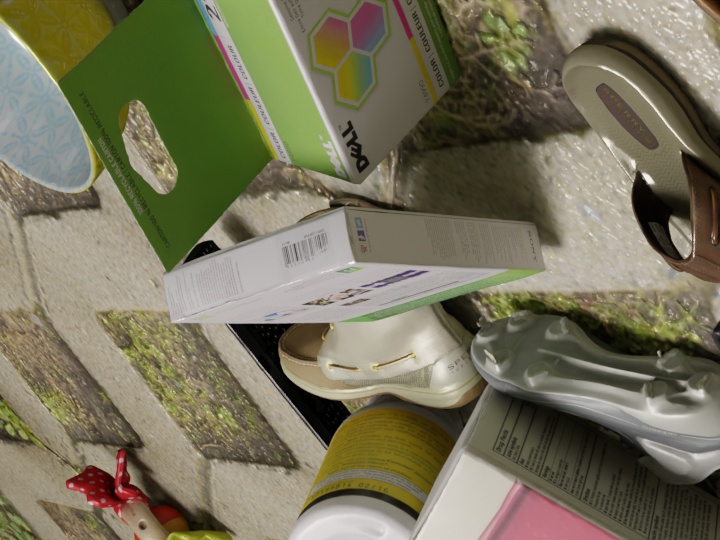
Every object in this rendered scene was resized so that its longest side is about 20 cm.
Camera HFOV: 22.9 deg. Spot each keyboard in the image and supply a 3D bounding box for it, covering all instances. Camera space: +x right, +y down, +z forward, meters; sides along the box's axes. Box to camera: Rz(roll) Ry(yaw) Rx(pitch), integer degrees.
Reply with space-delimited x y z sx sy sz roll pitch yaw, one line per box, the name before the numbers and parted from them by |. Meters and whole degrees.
keyboard | -0.059 0.051 1.402 0.201 0.039 0.104 53 -165 -11

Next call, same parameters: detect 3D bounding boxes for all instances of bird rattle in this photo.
bird rattle | -0.242 0.297 2.027 0.199 0.113 0.163 37 171 18

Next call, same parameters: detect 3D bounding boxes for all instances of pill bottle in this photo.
pill bottle | 0.020 0.165 1.303 0.110 0.200 0.112 6 118 11

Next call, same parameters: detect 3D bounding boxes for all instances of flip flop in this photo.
flip flop | 0.172 -0.035 0.937 0.200 0.058 0.081 48 150 -3

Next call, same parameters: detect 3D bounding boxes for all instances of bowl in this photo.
bowl | -0.227 -0.165 1.260 0.199 0.108 0.201 34 154 19

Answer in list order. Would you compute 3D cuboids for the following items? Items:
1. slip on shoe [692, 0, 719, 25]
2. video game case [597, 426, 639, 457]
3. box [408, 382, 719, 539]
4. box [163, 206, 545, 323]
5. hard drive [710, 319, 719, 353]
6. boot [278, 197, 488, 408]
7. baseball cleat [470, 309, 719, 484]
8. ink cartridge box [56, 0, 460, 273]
slip on shoe | 0.127 -0.177 0.780 0.200 0.061 0.076 45 155 -4
video game case | 0.193 0.212 1.272 0.200 0.023 0.182 46 134 -6
box | 0.140 0.179 1.156 0.199 0.128 0.110 29 113 4
box | 0.000 0.000 1.072 0.143 0.199 0.037 -18 77 35
hard drive | 0.300 0.081 0.964 0.199 0.038 0.140 6 136 51
boot | -0.010 0.021 1.281 0.199 0.072 0.155 4 136 46
baseball cleat | 0.158 0.088 1.142 0.199 0.070 0.107 16 144 45
ink cartridge box | -0.049 -0.106 0.984 0.075 0.200 0.148 18 146 41
